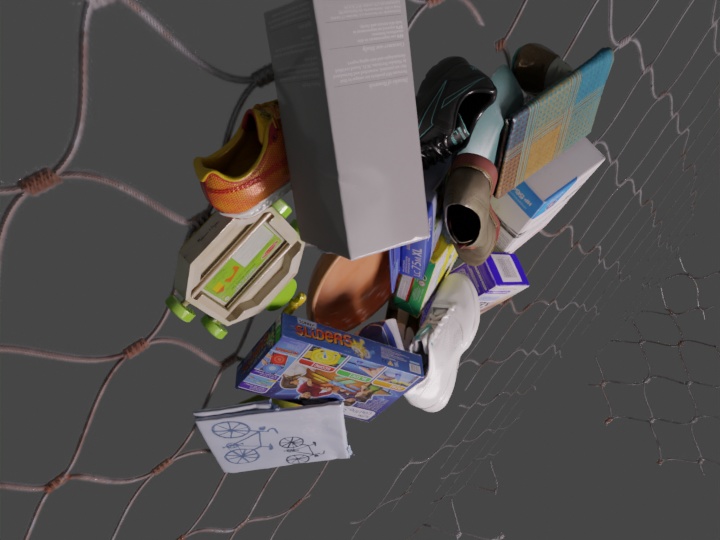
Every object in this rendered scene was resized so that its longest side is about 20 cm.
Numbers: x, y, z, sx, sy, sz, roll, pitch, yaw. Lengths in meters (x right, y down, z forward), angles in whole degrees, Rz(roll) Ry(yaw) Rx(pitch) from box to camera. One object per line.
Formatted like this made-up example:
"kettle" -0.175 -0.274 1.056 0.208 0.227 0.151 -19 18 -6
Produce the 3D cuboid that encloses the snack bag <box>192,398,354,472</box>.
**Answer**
"snack bag" -0.112 0.225 0.901 0.198 0.022 0.189 -6 142 -1

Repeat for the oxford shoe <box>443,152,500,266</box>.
"oxford shoe" 0.126 -0.053 0.799 0.200 0.070 0.075 68 41 -56

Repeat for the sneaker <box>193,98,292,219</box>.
"sneaker" -0.060 -0.128 0.600 0.200 0.073 0.077 -43 143 -17

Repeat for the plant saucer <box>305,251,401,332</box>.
"plant saucer" 0.000 0.000 0.887 0.200 0.037 0.201 -36 151 -24

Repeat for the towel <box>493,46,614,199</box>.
"towel" 0.252 -0.194 0.869 0.199 0.022 0.147 -35 149 -22

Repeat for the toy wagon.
"toy wagon" -0.118 0.003 0.714 0.155 0.040 0.200 -47 154 -4

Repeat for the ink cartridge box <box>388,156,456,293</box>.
"ink cartridge box" 0.084 -0.078 0.819 0.120 0.042 0.201 86 26 -53

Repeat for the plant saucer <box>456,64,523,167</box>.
"plant saucer" 0.171 -0.163 0.861 0.201 0.036 0.201 -56 159 -34

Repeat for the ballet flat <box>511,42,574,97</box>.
"ballet flat" 0.273 -0.258 0.919 0.200 0.072 0.068 17 101 -60

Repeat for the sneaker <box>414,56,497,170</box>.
"sneaker" 0.071 -0.153 0.745 0.200 0.079 0.075 -51 143 4

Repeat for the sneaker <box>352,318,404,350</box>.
"sneaker" -0.031 0.134 0.914 0.114 0.081 0.199 -10 168 -37

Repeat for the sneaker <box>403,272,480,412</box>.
"sneaker" 0.106 0.090 0.911 0.088 0.075 0.202 32 68 -45

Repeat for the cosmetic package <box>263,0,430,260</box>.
"cosmetic package" -0.011 -0.119 0.541 0.090 0.107 0.202 -19 112 -24

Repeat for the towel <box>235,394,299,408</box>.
"towel" -0.116 0.197 0.992 0.199 0.018 0.087 -16 134 -46

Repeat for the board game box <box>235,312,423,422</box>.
"board game box" -0.039 0.128 0.827 0.199 0.035 0.135 20 135 -26

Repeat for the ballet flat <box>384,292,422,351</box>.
"ballet flat" 0.058 0.079 0.967 0.066 0.070 0.201 80 15 -53

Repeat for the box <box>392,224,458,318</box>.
"box" 0.120 -0.038 0.958 0.200 0.048 0.118 -47 160 -41

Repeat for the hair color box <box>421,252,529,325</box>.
"hair color box" 0.157 0.046 1.056 0.199 0.065 0.109 -34 158 36

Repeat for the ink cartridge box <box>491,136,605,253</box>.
"ink cartridge box" 0.264 -0.115 1.028 0.146 0.084 0.200 -35 166 -25
